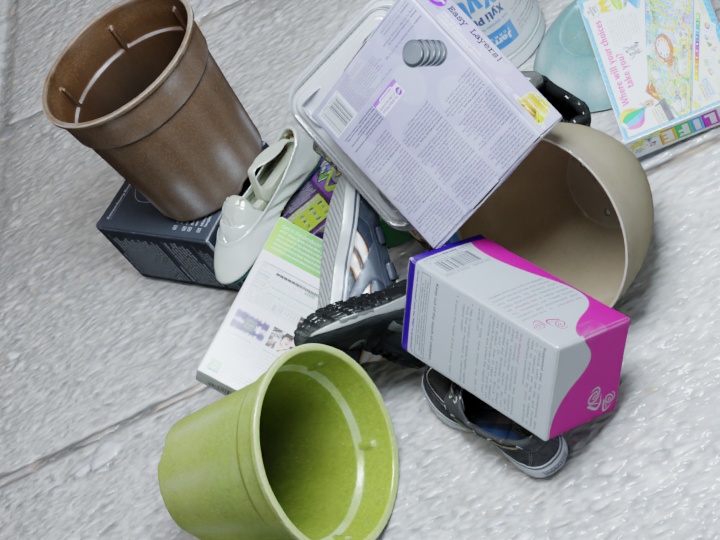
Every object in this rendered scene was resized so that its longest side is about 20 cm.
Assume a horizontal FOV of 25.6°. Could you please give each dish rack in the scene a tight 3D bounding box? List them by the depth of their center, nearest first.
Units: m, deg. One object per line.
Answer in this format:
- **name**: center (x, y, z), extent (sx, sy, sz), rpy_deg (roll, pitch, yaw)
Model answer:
- **dish rack**: center (0.031, -0.153, 1.588), extent (0.171, 0.200, 0.044), rpy_deg (-43, -2, 21)

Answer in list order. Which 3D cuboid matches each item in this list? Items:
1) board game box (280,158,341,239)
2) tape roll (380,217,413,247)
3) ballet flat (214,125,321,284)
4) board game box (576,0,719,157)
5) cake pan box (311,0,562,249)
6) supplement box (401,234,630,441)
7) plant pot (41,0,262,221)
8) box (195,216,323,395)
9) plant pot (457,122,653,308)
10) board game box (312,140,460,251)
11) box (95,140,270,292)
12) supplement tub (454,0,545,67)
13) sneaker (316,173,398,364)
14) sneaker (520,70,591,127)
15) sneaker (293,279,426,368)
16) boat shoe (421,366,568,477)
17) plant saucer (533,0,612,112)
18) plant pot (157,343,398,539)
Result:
- **board game box**: center (-0.017, -0.108, 1.793), extent (0.199, 0.032, 0.120), rpy_deg (-40, 44, 1)
- **tape roll**: center (0.039, -0.119, 1.820), extent (0.198, 0.048, 0.202), rpy_deg (-21, 45, 22)
- **ballet flat**: center (-0.116, -0.080, 1.775), extent (0.069, 0.070, 0.201), rpy_deg (14, 64, 43)
- **board game box**: center (0.319, -0.229, 1.677), extent (0.133, 0.034, 0.202), rpy_deg (-21, 56, 14)
- **cake pan box**: center (0.066, -0.142, 1.494), extent (0.052, 0.184, 0.200), rpy_deg (-36, -9, -46)
- **supplement box**: center (0.142, 0.059, 1.487), extent (0.100, 0.105, 0.199), rpy_deg (-17, 33, -36)
- **plant pot**: center (-0.219, -0.175, 1.784), extent (0.198, 0.199, 0.202), rpy_deg (-20, 44, 21)
- **box**: center (-0.068, 0.061, 1.685), extent (0.143, 0.036, 0.201), rpy_deg (28, 67, 1)
- **plant pot**: center (0.209, -0.062, 1.558), extent (0.199, 0.203, 0.134), rpy_deg (7, 28, 40)
- **board game box**: center (0.073, -0.136, 1.688), extent (0.200, 0.097, 0.160), rpy_deg (40, 79, 5)
- **box**: center (-0.191, -0.071, 1.903), extent (0.198, 0.107, 0.149), rpy_deg (8, 60, 40)
- **supplement tub**: center (0.119, -0.332, 1.831), extent (0.131, 0.200, 0.133), rpy_deg (-21, 44, 21)
- **sneaker**: center (0.000, 0.000, 1.659), extent (0.078, 0.078, 0.203), rpy_deg (151, 127, -72)
- **sneaker**: center (0.146, -0.176, 1.604), extent (0.197, 0.091, 0.067), rpy_deg (17, 79, 0)
- **sneaker**: center (0.032, 0.064, 1.584), extent (0.198, 0.089, 0.076), rpy_deg (-18, 11, -20)
- **boat shoe**: center (0.118, 0.129, 1.525), extent (0.070, 0.066, 0.200), rpy_deg (-44, 41, -6)
- **plant saucer**: center (0.277, -0.266, 1.777), extent (0.199, 0.039, 0.203), rpy_deg (-20, 45, 21)
- **plant pot**: center (-0.095, 0.190, 1.557), extent (0.183, 0.200, 0.202), rpy_deg (-18, 44, 39)
